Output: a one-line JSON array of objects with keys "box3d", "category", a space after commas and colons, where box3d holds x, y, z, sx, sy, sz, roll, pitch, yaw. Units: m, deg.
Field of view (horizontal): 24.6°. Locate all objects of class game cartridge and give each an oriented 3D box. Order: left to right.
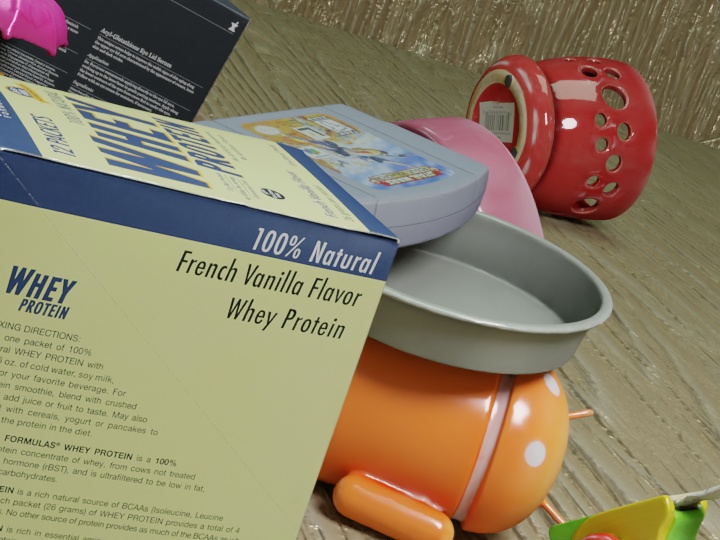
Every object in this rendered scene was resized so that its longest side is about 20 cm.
[{"box3d": [-0.010, -0.057, 0.985, 0.132, 0.042, 0.199, 22, 20, 27], "category": "game cartridge"}]

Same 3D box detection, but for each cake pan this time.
[{"box3d": [0.049, 0.005, 0.971, 0.198, 0.037, 0.201, 15, 19, -5], "category": "cake pan"}]

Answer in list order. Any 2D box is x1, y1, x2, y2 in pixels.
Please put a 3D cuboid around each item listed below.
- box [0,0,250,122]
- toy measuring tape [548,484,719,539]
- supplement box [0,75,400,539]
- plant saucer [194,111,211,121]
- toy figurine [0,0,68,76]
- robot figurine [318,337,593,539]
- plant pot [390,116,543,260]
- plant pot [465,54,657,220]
[{"box3d": [-0.199, -0.169, 1.154, 0.199, 0.142, 0.079, 25, 14, -34], "category": "box"}, {"box3d": [0.173, 0.153, 0.877, 0.073, 0.075, 0.199, 6, -22, -43], "category": "toy measuring tape"}, {"box3d": [-0.120, 0.035, 0.782, 0.198, 0.202, 0.134, 11, 16, -28], "category": "supplement box"}, {"box3d": [-0.190, -0.078, 1.255, 0.197, 0.030, 0.202, 1, 45, -1], "category": "plant saucer"}, {"box3d": [-0.255, -0.107, 1.042, 0.198, 0.187, 0.150, 0, -7, 24], "category": "toy figurine"}, {"box3d": [0.038, 0.084, 0.981, 0.198, 0.118, 0.144, 19, 15, 0], "category": "robot figurine"}, {"box3d": [0.000, 0.000, 1.136, 0.177, 0.202, 0.200, -8, 27, -30], "category": "plant pot"}, {"box3d": [0.238, -0.165, 2.038, 0.180, 0.203, 0.200, 0, 21, -28], "category": "plant pot"}]
